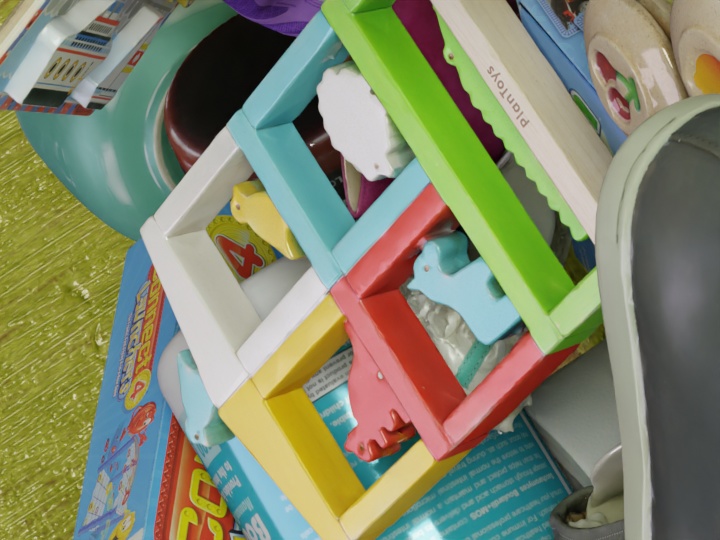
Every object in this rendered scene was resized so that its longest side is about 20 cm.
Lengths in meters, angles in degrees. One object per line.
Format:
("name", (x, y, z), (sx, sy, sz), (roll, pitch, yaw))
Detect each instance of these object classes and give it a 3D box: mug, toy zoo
("mug", (-0.063, -0.088, 1.211), (0.114, 0.184, 0.153), (-138, 41, -57))
("toy zoo", (0.000, 0.000, 0.798), (0.131, 0.020, 0.200), (57, 133, 16))

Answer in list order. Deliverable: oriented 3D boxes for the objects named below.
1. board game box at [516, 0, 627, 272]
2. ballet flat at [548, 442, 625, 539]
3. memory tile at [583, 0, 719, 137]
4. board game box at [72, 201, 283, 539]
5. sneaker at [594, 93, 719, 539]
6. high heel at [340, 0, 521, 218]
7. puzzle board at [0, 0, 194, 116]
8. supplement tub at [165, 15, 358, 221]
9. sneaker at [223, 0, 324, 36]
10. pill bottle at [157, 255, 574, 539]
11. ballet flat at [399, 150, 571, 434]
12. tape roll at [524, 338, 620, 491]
("board game box", (0.122, 0.018, 0.756), (0.200, 0.037, 0.151), (52, 171, 31))
("ballet flat", (0.096, 0.076, 0.767), (0.200, 0.067, 0.064), (136, 131, -74))
("memory tile", (0.100, -0.026, 0.627), (0.201, 0.017, 0.153), (67, 163, -12))
("board game box", (-0.011, 0.094, 1.011), (0.195, 0.056, 0.200), (30, -137, -25))
("sneaker", (0.113, 0.065, 0.568), (0.106, 0.075, 0.201), (31, 143, 60))
("high heel", (-0.007, -0.117, 0.804), (0.200, 0.096, 0.067), (60, 173, -20))
("puzzle board", (-0.069, -0.114, 0.894), (0.017, 0.151, 0.200), (38, -175, 3))
("supplement tub", (-0.004, -0.018, 1.126), (0.107, 0.107, 0.200), (50, 170, 45))
("sneaker", (-0.003, -0.108, 0.905), (0.083, 0.081, 0.200), (41, -170, 13))
("pill bottle", (0.019, 0.091, 0.910), (0.200, 0.111, 0.111), (59, 174, 11))
("ballet flat", (0.049, -0.023, 0.881), (0.200, 0.072, 0.072), (-85, -29, -54))
("tape roll", (0.137, 0.116, 0.953), (0.203, 0.071, 0.202), (57, 172, 12))
